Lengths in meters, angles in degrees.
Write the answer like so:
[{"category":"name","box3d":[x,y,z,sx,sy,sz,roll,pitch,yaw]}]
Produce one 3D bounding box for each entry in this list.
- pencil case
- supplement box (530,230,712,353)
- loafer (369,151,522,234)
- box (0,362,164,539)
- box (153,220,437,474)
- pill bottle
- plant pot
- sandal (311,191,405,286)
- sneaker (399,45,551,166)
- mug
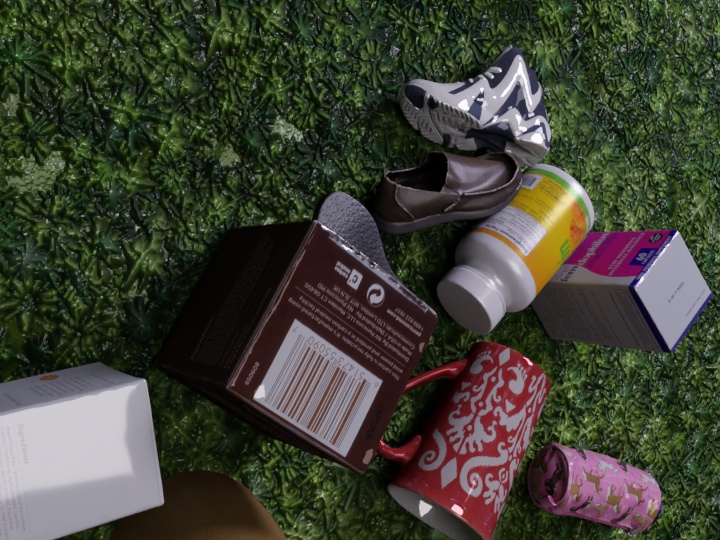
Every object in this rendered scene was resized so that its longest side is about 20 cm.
[{"category":"pencil case","box3d":[0.307,0.288,1.155,0.197,0.087,0.084,22,111,-30]},{"category":"supplement box","box3d":[0.305,0.022,1.078,0.101,0.199,0.104,-45,111,-23]},{"category":"loafer","box3d":[0.104,-0.099,0.998,0.196,0.073,0.072,-20,136,-22]},{"category":"box","box3d":[-0.285,0.156,0.735,0.196,0.151,0.109,-10,96,-31]},{"category":"box","box3d":[-0.066,0.067,0.844,0.165,0.198,0.167,36,73,-27]},{"category":"pill bottle","box3d":[0.182,-0.023,1.050,0.200,0.110,0.112,-46,113,-23]},{"category":"plant pot","box3d":[-0.125,0.301,0.813,0.183,0.199,0.192,0,90,-31]},{"category":"sandal","box3d":[0.000,0.001,0.983,0.076,0.043,0.202,-41,121,-17]},{"category":"sneaker","box3d":[0.140,-0.216,1.046,0.194,0.080,0.133,14,65,-12]},{"category":"mug","box3d":[0.120,0.183,1.008,0.177,0.132,0.202,44,66,-27]}]
